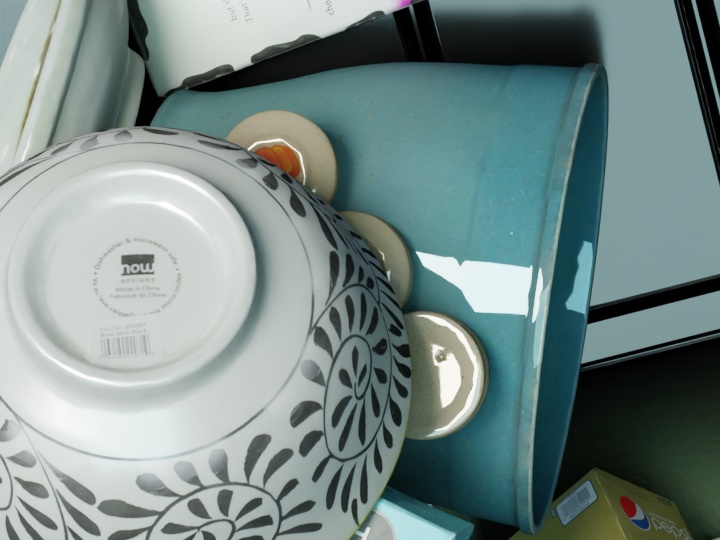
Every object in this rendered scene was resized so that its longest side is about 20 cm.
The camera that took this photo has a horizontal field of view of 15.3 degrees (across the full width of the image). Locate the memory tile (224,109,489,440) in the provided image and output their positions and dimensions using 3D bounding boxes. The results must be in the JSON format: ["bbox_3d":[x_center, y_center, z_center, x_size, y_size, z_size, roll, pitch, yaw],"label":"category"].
[{"bbox_3d":[-0.062,0.047,1.058,0.200,0.017,0.154,-37,82,8],"label":"memory tile"}]

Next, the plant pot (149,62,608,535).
[{"bbox_3d":[0.000,0.000,1.153,0.186,0.200,0.202,8,103,10],"label":"plant pot"}]

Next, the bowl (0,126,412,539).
[{"bbox_3d":[-0.080,0.020,0.967,0.199,0.094,0.202,0,64,0],"label":"bowl"}]

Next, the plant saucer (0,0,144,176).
[{"bbox_3d":[-0.133,-0.050,1.146,0.050,0.200,0.201,19,103,-13],"label":"plant saucer"}]

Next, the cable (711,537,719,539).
[{"bbox_3d":[0.196,0.225,1.241,0.200,0.069,0.200,-44,96,12],"label":"cable"}]

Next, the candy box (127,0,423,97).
[{"bbox_3d":[-0.018,-0.175,1.174,0.199,0.061,0.137,-19,99,8],"label":"candy box"}]

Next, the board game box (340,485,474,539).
[{"bbox_3d":[-0.078,0.125,1.028,0.199,0.047,0.152,24,94,11],"label":"board game box"}]

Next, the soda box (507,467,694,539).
[{"bbox_3d":[0.065,0.180,1.214,0.200,0.064,0.068,-42,139,22],"label":"soda box"}]
